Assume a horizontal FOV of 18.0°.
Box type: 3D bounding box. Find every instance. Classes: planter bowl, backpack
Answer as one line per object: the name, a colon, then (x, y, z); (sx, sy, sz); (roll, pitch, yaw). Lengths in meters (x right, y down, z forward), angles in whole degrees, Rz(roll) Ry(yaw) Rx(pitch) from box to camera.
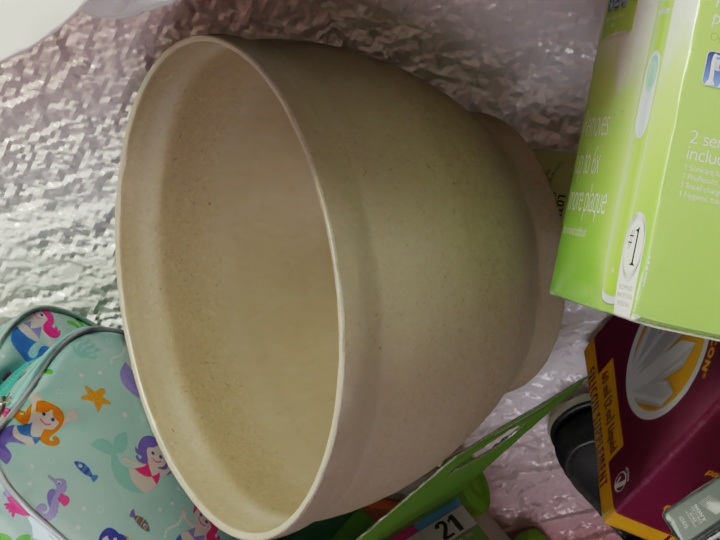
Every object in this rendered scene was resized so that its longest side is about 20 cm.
planter bowl: (0.000, 0.000, 0.931); (0.134, 0.201, 0.201); (-7, 139, -29)
backpack: (-0.132, 0.113, 1.016); (0.150, 0.200, 0.178); (-38, 107, 25)

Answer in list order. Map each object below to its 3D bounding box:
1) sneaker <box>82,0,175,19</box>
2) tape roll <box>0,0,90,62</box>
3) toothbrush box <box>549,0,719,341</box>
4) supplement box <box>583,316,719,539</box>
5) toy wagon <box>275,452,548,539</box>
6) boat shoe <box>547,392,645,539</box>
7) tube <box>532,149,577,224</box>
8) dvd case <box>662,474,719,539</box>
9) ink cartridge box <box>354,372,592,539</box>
sneaker: (-0.041, -0.165, 0.840); (0.199, 0.078, 0.100); (-19, 127, 17)
tape roll: (-0.139, -0.181, 0.743); (0.201, 0.139, 0.204); (7, 118, 13)
toothbrush box: (0.138, -0.076, 0.807); (0.085, 0.146, 0.202); (12, 92, -7)
supplement box: (0.188, 0.026, 0.988); (0.085, 0.111, 0.200); (21, 130, -20)
toy wagon: (0.000, 0.143, 1.150); (0.154, 0.040, 0.200); (-25, 128, 22)
boat shoe: (0.172, 0.127, 1.119); (0.201, 0.063, 0.073); (37, 127, -27)
tube: (0.139, -0.016, 0.921); (0.199, 0.052, 0.058); (11, 136, 42)
dvd case: (0.223, 0.072, 0.924); (0.199, 0.025, 0.150); (-33, 154, 3)
ink cartridge box: (0.032, 0.148, 1.023); (0.076, 0.148, 0.200); (51, 120, 11)
